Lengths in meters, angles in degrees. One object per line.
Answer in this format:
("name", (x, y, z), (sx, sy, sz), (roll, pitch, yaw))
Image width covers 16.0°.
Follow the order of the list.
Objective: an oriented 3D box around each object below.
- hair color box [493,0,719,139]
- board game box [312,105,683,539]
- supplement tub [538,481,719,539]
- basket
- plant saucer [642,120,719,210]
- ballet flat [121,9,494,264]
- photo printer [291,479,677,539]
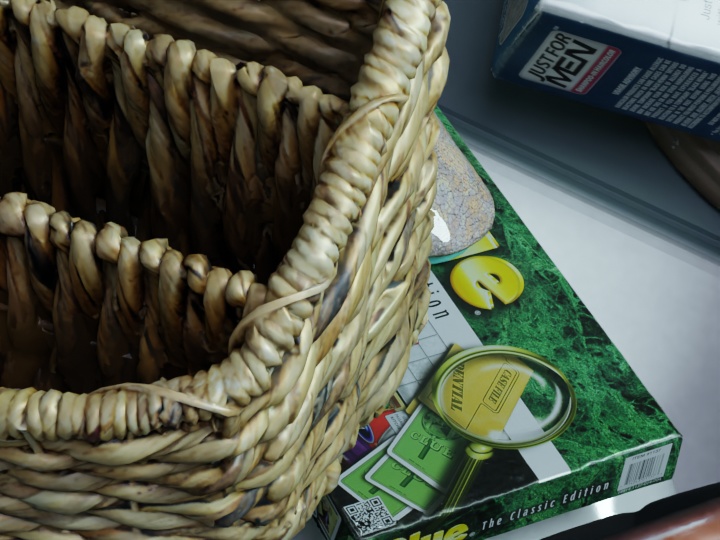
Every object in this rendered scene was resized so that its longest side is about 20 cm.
("hair color box", (0.151, -0.089, 0.814), (0.199, 0.061, 0.101), (16, 71, -9))
("board game box", (0.000, 0.000, 0.756), (0.104, 0.024, 0.200), (-14, 48, -24))
("supplement tub", (0.097, 0.162, 0.672), (0.106, 0.107, 0.201), (-17, 85, -17))
("basket", (-0.090, -0.026, 0.654), (0.199, 0.150, 0.143), (21, 48, 17))
("plant saucer", (0.180, -0.097, 0.879), (0.199, 0.029, 0.202), (3, 74, -12))
("ballet flat", (-0.045, -0.069, 0.757), (0.199, 0.068, 0.068), (27, 43, 20))
("photo printer", (0.002, 0.115, 0.751), (0.199, 0.069, 0.168), (9, 72, -11))
